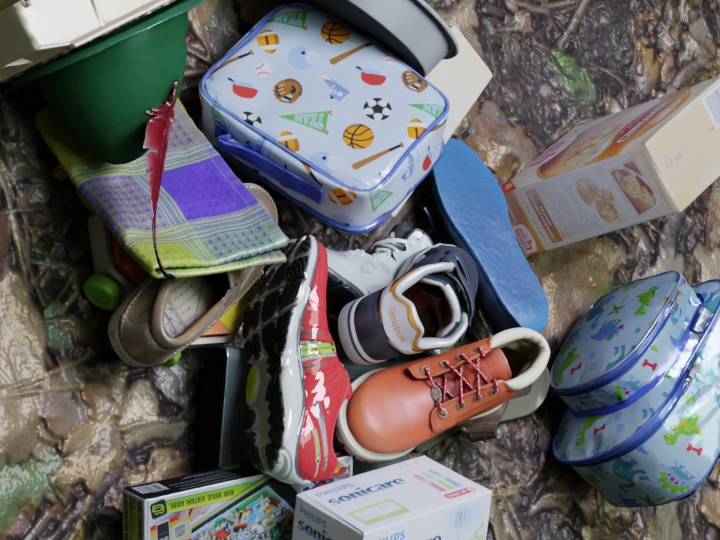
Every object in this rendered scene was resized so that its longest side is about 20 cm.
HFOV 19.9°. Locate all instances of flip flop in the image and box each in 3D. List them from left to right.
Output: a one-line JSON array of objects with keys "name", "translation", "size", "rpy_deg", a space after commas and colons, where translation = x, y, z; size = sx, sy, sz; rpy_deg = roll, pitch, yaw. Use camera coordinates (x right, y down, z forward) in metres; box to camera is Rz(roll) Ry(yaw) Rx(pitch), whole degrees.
[{"name": "flip flop", "translation": [0.113, 0.120, 1.820], "size": [0.199, 0.057, 0.082], "rpy_deg": [-7, 118, -49]}]

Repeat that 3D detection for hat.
[{"name": "hat", "translation": [-0.166, -0.098, 1.584], "size": [0.200, 0.165, 0.177], "rpy_deg": [-34, 103, -44]}]

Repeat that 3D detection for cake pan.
[{"name": "cake pan", "translation": [-0.008, -0.226, 1.752], "size": [0.200, 0.200, 0.037], "rpy_deg": [37, 82, -28]}]

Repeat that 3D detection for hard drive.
[{"name": "hard drive", "translation": [-0.045, 0.140, 1.699], "size": [0.199, 0.033, 0.141], "rpy_deg": [7, 86, -39]}]

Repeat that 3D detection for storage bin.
[{"name": "storage bin", "translation": [-0.235, -0.210, 1.536], "size": [0.198, 0.199, 0.094], "rpy_deg": [-33, 103, -41]}]

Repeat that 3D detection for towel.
[{"name": "towel", "translation": [-0.158, -0.072, 1.612], "size": [0.143, 0.023, 0.200], "rpy_deg": [-9, 49, -38]}]

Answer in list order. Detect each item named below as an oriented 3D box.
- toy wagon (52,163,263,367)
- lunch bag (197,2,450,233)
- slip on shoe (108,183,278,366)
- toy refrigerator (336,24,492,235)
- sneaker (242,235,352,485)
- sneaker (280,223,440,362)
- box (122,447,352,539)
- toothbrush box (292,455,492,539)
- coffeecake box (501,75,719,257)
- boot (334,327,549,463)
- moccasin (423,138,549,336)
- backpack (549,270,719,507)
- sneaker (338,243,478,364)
[{"name": "toy wagon", "translation": [-0.164, -0.027, 1.653], "size": [0.200, 0.039, 0.156], "rpy_deg": [46, 53, -22]}, {"name": "lunch bag", "translation": [-0.037, -0.127, 1.712], "size": [0.199, 0.076, 0.160], "rpy_deg": [32, 58, 16]}, {"name": "slip on shoe", "translation": [-0.120, -0.001, 1.618], "size": [0.200, 0.060, 0.076], "rpy_deg": [-45, 108, -38]}, {"name": "toy refrigerator", "translation": [0.036, -0.124, 1.828], "size": [0.070, 0.076, 0.200], "rpy_deg": [49, 52, -19]}, {"name": "sneaker", "translation": [-0.044, 0.073, 1.632], "size": [0.084, 0.077, 0.202], "rpy_deg": [18, 67, -35]}, {"name": "sneaker", "translation": [0.000, 0.000, 1.778], "size": [0.200, 0.075, 0.116], "rpy_deg": [36, 48, -38]}, {"name": "box", "translation": [-0.095, 0.210, 1.618], "size": [0.199, 0.035, 0.111], "rpy_deg": [-9, 105, -37]}, {"name": "toothbrush box", "translation": [0.018, 0.268, 1.645], "size": [0.145, 0.086, 0.202], "rpy_deg": [-11, 114, -42]}, {"name": "coffeecake box", "translation": [0.247, -0.097, 1.919], "size": [0.153, 0.199, 0.073], "rpy_deg": [-39, 104, -40]}, {"name": "boot", "translation": [0.068, 0.095, 1.687], "size": [0.199, 0.107, 0.076], "rpy_deg": [-20, 82, -40]}, {"name": "moccasin", "translation": [0.098, -0.020, 1.855], "size": [0.080, 0.068, 0.201], "rpy_deg": [-9, 68, -30]}, {"name": "backpack", "translation": [0.263, 0.109, 1.894], "size": [0.147, 0.183, 0.201], "rpy_deg": [39, 62, -18]}, {"name": "sneaker", "translation": [0.064, 0.026, 1.725], "size": [0.200, 0.079, 0.079], "rpy_deg": [-34, 104, -54]}]
